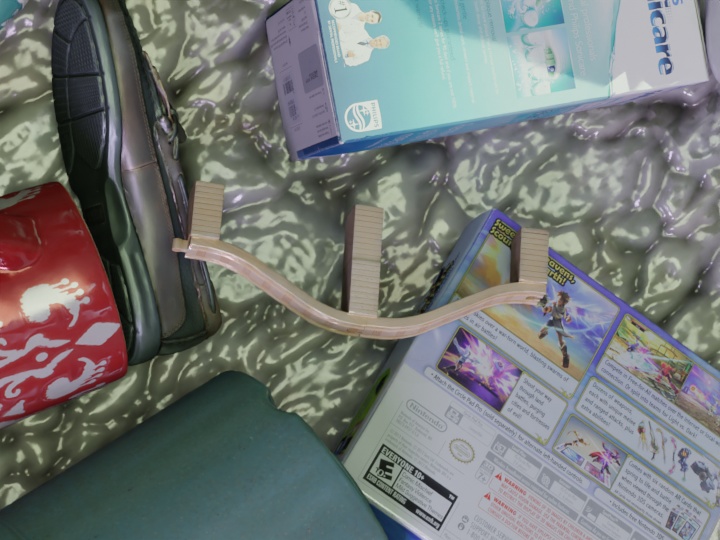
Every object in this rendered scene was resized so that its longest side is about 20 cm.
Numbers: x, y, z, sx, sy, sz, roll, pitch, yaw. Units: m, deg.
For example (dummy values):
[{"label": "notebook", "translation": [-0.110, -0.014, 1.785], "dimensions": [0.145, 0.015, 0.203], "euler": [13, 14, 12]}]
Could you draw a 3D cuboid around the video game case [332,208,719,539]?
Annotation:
[{"label": "video game case", "translation": [0.101, 0.097, 1.253], "dimensions": [0.200, 0.045, 0.182], "euler": [36, 67, -9]}]

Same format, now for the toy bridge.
[{"label": "toy bridge", "translation": [0.000, 0.000, 1.210], "dimensions": [0.199, 0.027, 0.067], "euler": [7, 69, -11]}]

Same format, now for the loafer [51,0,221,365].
[{"label": "loafer", "translation": [-0.118, -0.053, 1.231], "dimensions": [0.063, 0.072, 0.201], "euler": [-12, 98, -31]}]

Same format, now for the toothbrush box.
[{"label": "toothbrush box", "translation": [0.063, -0.117, 1.222], "dimensions": [0.199, 0.146, 0.086], "euler": [-11, 91, -13]}]

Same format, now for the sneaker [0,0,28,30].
[{"label": "sneaker", "translation": [-0.252, -0.193, 1.197], "dimensions": [0.199, 0.070, 0.094], "euler": [27, 78, -12]}]

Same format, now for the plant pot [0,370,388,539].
[{"label": "plant pot", "translation": [-0.098, 0.166, 1.168], "dimensions": [0.196, 0.200, 0.201], "euler": [-36, 96, -18]}]

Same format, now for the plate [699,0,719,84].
[{"label": "plate", "translation": [0.220, -0.182, 1.251], "dimensions": [0.032, 0.199, 0.201], "euler": [3, 87, 23]}]

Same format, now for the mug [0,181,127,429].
[{"label": "mug", "translation": [-0.224, 0.034, 1.150], "dimensions": [0.199, 0.178, 0.134], "euler": [-19, 85, -16]}]
